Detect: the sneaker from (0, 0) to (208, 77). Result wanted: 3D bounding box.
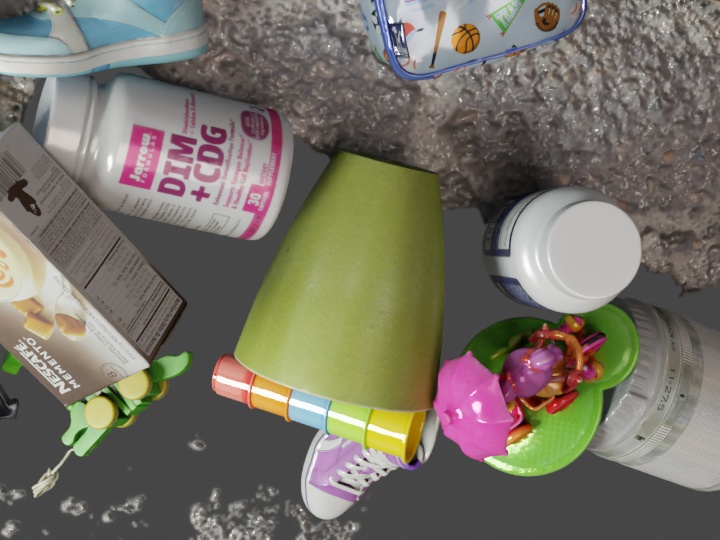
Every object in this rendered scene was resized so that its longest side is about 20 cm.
[{"bbox_3d":[-0.213,-0.224,1.006,0.199,0.079,0.131,-15,119,-33],"label":"sneaker"}]

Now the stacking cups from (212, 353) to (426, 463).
[{"bbox_3d":[-0.042,0.126,1.200,0.199,0.061,0.061,13,116,17],"label":"stacking cups"}]

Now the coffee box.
[{"bbox_3d":[-0.250,-0.001,1.018,0.114,0.080,0.200,-23,117,36],"label":"coffee box"}]

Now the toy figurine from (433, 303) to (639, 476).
[{"bbox_3d":[0.144,0.103,1.143,0.200,0.184,0.151,-37,76,16],"label":"toy figurine"}]

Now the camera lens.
[{"bbox_3d":[0.304,0.124,1.302,0.199,0.160,0.161,21,108,-25],"label":"camera lens"}]

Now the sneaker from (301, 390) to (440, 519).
[{"bbox_3d":[0.010,0.180,1.264,0.072,0.114,0.201,20,109,-26],"label":"sneaker"}]

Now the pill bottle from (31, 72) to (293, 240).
[{"bbox_3d":[-0.165,-0.098,1.070,0.199,0.113,0.114,11,111,-22],"label":"pill bottle"}]

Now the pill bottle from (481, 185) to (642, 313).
[{"bbox_3d":[0.180,-0.019,1.156,0.110,0.200,0.112,0,92,-7],"label":"pill bottle"}]

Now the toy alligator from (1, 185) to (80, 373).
[{"bbox_3d":[-0.265,0.013,1.119,0.059,0.054,0.201,21,107,-26],"label":"toy alligator"}]

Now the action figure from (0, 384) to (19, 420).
[{"bbox_3d":[-0.399,0.123,1.105,0.198,0.105,0.194,-7,131,-9],"label":"action figure"}]

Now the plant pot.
[{"bbox_3d":[0.000,0.000,1.152,0.186,0.187,0.201,11,97,-22],"label":"plant pot"}]

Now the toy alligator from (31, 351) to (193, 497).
[{"bbox_3d":[-0.242,0.126,1.195,0.200,0.059,0.054,-40,78,6],"label":"toy alligator"}]

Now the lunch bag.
[{"bbox_3d":[0.088,-0.257,1.098,0.199,0.076,0.161,-17,117,-10],"label":"lunch bag"}]
